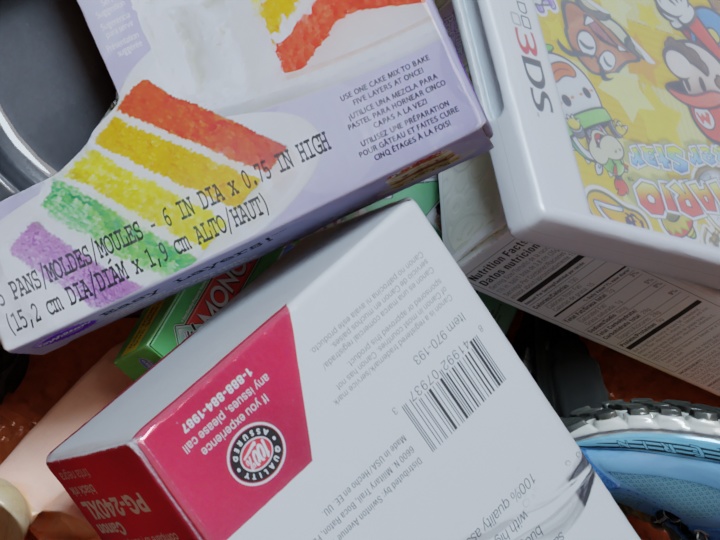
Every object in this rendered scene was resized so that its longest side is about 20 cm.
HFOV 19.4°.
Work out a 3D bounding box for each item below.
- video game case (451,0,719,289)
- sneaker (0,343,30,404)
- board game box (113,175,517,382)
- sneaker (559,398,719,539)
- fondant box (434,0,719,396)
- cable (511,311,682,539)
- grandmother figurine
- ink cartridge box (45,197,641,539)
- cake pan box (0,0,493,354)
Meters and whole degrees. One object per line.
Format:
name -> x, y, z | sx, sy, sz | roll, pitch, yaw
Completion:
video game case -> 0.118, -0.079, 0.859 | 0.199, 0.023, 0.183 | 12, 54, -39
sneaker -> -0.220, 0.025, 0.789 | 0.198, 0.082, 0.074 | -14, 63, -22
board game box -> 0.000, 0.000, 0.848 | 0.134, 0.029, 0.201 | 41, 53, -18
sneaker -> 0.157, 0.104, 0.796 | 0.198, 0.078, 0.091 | 16, 90, 3
fondant box -> 0.123, -0.037, 0.896 | 0.199, 0.058, 0.145 | 24, 48, -32
cable -> 0.080, 0.044, 0.899 | 0.096, 0.051, 0.201 | -6, 44, 1
grandmother figurine -> -0.069, 0.044, 0.832 | 0.121, 0.060, 0.200 | 47, 54, -16
ink cartridge box -> 0.009, 0.101, 0.750 | 0.145, 0.083, 0.201 | -40, 102, -31
cake pan box -> -0.077, -0.089, 0.758 | 0.199, 0.052, 0.186 | -23, 83, 6
